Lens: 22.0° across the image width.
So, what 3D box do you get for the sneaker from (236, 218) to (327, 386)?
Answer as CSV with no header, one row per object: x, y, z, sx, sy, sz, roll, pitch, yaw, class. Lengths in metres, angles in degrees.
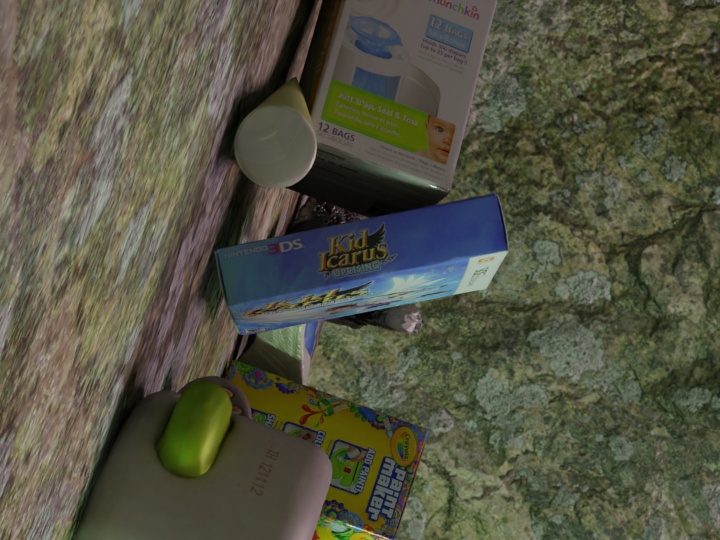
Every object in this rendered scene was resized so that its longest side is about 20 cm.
-0.062,0.044,1.718,0.111,0.076,0.201,-54,159,-51,sneaker

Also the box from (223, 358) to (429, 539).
-0.059,0.209,1.697,0.201,0.191,0.123,105,4,-54,box

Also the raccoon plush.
0.005,-0.014,1.824,0.097,0.199,0.135,31,75,-56,raccoon plush

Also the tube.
-0.052,-0.088,1.208,0.058,0.052,0.200,-32,-173,2,tube

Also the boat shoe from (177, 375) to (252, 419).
-0.123,0.170,1.253,0.072,0.075,0.201,145,-31,-83,boat shoe

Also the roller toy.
-0.094,0.177,1.112,0.200,0.139,0.184,105,4,-71,roller toy

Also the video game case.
0.000,0.000,1.338,0.181,0.198,0.046,93,-15,-81,video game case

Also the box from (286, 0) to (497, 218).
0.022,-0.149,1.328,0.101,0.112,0.201,138,-31,-68,box
